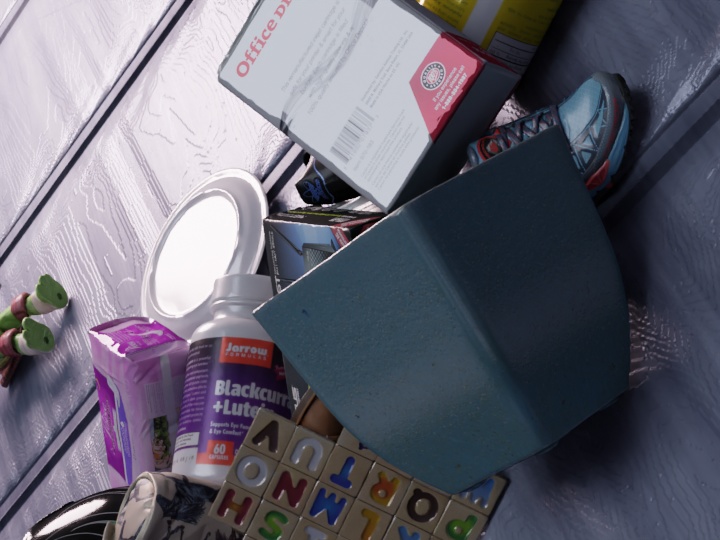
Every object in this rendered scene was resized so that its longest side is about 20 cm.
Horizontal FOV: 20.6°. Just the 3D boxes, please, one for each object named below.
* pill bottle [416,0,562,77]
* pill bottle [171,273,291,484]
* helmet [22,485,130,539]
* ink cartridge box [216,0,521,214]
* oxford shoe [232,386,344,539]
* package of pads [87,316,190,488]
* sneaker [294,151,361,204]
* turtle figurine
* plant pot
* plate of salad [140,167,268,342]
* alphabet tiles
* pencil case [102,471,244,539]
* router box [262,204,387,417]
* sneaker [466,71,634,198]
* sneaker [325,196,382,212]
[{"bbox_3d":[0.097,-0.207,1.662,0.200,0.111,0.111,-62,32,14],"label":"pill bottle"},{"bbox_3d":[-0.107,0.110,1.819,0.111,0.111,0.200,-20,59,53],"label":"pill bottle"},{"bbox_3d":[-0.199,0.295,1.794,0.190,0.200,0.200,-8,58,7],"label":"helmet"},{"bbox_3d":[0.004,-0.157,1.601,0.200,0.083,0.145,39,105,23],"label":"ink cartridge box"},{"bbox_3d":[-0.026,0.140,1.589,0.071,0.071,0.200,31,106,14],"label":"oxford shoe"},{"bbox_3d":[-0.202,0.152,1.912,0.120,0.076,0.200,27,127,57],"label":"package of pads"},{"bbox_3d":[-0.006,-0.118,1.742,0.078,0.070,0.200,-19,20,19],"label":"sneaker"},{"bbox_3d":[-0.456,0.057,2.343,0.194,0.144,0.200,-18,102,33],"label":"turtle figurine"},{"bbox_3d":[0.083,0.044,1.462,0.196,0.196,0.200,-34,87,45],"label":"plant pot"},{"bbox_3d":[-0.153,-0.009,2.018,0.200,0.048,0.200,-28,48,37],"label":"plate of salad"},{"bbox_3d":[-0.010,0.193,1.563,0.008,0.200,0.167,-72,8,-77],"label":"alphabet tiles"},{"bbox_3d":[-0.113,0.226,1.684,0.089,0.200,0.078,-54,31,37],"label":"pencil case"},{"bbox_3d":[-0.010,0.048,1.670,0.150,0.062,0.200,7,108,59],"label":"router box"},{"bbox_3d":[0.133,-0.081,1.556,0.200,0.095,0.079,-51,38,31],"label":"sneaker"},{"bbox_3d":[0.000,0.000,1.743,0.200,0.076,0.116,-35,45,41],"label":"sneaker"}]
